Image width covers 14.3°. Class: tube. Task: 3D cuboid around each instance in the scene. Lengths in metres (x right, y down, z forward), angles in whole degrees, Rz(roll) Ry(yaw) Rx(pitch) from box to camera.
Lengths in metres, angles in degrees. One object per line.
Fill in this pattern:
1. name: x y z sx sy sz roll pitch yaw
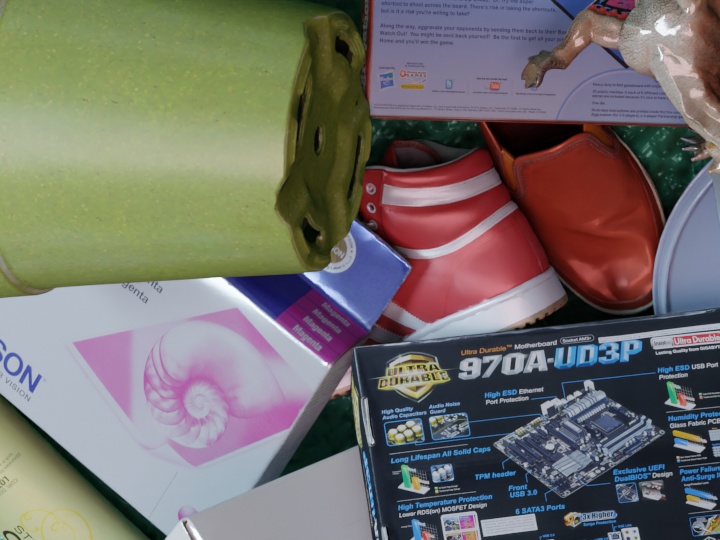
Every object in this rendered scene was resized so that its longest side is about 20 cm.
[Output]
1. tube: -0.168 0.135 1.578 0.200 0.052 0.058 49 149 -18

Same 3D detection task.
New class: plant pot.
1. plant pot: -0.101 -0.068 1.346 0.189 0.200 0.201 6 113 18

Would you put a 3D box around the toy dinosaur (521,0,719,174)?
1. toy dinosaur: 0.164 -0.131 1.380 0.135 0.086 0.201 19 74 -30

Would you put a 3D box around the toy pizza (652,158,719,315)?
1. toy pizza: 0.249 0.002 1.482 0.199 0.032 0.201 0 116 0

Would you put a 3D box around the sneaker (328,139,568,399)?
1. sneaker: 0.000 0.000 1.493 0.199 0.071 0.113 -21 97 25

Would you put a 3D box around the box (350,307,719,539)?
1. box: 0.102 0.105 1.415 0.199 0.160 0.046 -6 149 -5

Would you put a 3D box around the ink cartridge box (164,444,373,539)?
1. ink cartridge box: -0.055 0.185 1.487 0.083 0.146 0.200 56 139 17

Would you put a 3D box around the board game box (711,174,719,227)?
1. board game box: 0.224 0.056 1.415 0.034 0.135 0.201 -19 115 11

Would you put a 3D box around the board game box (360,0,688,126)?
1. board game box: 0.097 -0.124 1.408 0.199 0.019 0.103 1 98 -17

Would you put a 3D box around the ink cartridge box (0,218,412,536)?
1. ink cartridge box: -0.101 0.017 1.485 0.196 0.043 0.200 39 118 13

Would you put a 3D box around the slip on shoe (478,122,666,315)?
1. slip on shoe: 0.099 -0.060 1.462 0.074 0.061 0.201 -23 109 13
